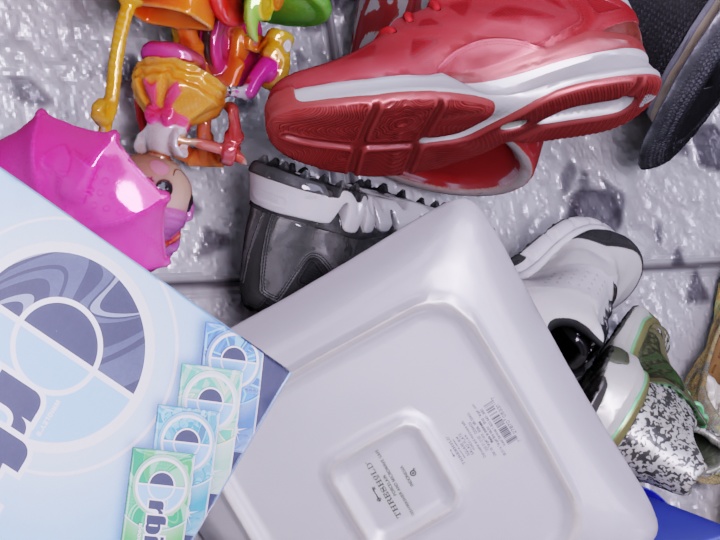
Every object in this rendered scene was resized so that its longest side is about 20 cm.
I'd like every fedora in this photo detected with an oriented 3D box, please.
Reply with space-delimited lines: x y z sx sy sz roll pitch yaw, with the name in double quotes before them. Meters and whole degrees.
"fedora" 0.186 -0.154 1.389 0.091 0.201 0.201 34 51 10

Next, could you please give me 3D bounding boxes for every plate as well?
"plate" 0.016 0.097 1.141 0.200 0.199 0.032 59 5 -13

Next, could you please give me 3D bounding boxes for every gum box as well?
"gum box" -0.154 0.061 1.031 0.200 0.044 0.171 37 75 -21

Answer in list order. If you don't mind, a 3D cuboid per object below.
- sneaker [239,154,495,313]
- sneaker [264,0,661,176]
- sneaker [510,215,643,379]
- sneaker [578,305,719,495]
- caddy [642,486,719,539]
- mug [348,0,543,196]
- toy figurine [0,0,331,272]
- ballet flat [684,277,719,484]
"sneaker" 0.000 0.000 1.225 0.200 0.066 0.091 11 97 -55
"sneaker" 0.040 -0.117 1.174 0.199 0.078 0.116 -6 66 -20
"sneaker" 0.103 0.027 1.270 0.200 0.080 0.074 -22 137 -53
"sneaker" 0.155 0.081 1.283 0.088 0.077 0.200 36 17 4
"caddy" 0.126 0.191 1.257 0.199 0.105 0.142 -7 105 -47
"mug" 0.077 -0.144 1.287 0.177 0.133 0.201 27 65 -32
"toy figurine" -0.104 -0.076 1.133 0.200 0.149 0.185 34 69 -59
"ballet flat" 0.239 0.038 1.418 0.071 0.070 0.201 45 54 -24
